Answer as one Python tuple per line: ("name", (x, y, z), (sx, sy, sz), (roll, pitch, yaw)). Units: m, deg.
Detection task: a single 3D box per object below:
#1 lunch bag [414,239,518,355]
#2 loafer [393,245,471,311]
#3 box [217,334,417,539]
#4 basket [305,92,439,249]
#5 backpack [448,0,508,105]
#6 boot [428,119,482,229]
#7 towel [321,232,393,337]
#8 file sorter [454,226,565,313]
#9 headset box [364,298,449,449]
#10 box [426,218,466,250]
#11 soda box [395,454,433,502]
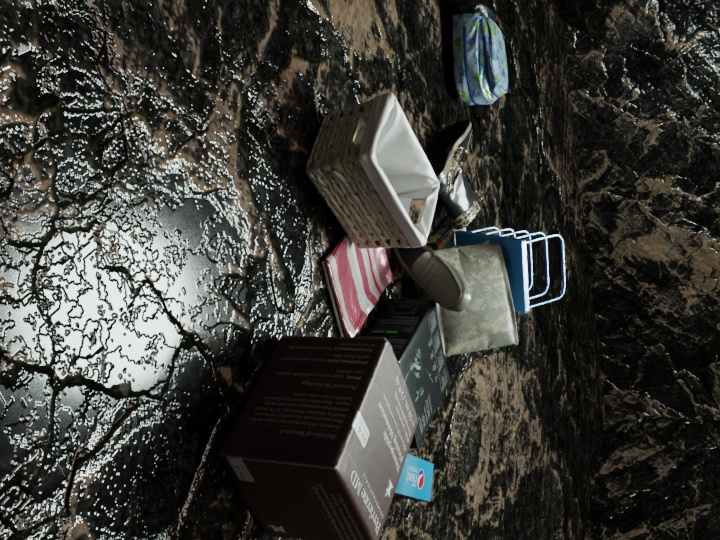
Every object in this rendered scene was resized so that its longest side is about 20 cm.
("lunch bag", (0.196, 0.050, 1.490), (0.117, 0.161, 0.204), (179, -96, -74))
("loafer", (0.118, 0.003, 1.363), (0.069, 0.200, 0.070), (24, 104, -41))
("box", (-0.044, 0.211, 0.994), (0.201, 0.162, 0.168), (-65, 144, -43))
("basket", (0.021, -0.140, 1.177), (0.201, 0.122, 0.137), (55, 40, -42))
("backpack", (0.256, -0.465, 1.720), (0.163, 0.151, 0.204), (6, 97, -71))
("boot", (0.201, -0.198, 1.617), (0.151, 0.072, 0.201), (57, 43, -32))
("towel", (0.000, 0.000, 1.263), (0.200, 0.022, 0.146), (-53, 134, -53))
("file sorter", (0.301, -0.012, 1.582), (0.121, 0.199, 0.141), (-13, 104, -30))
("headset box", (0.069, 0.174, 1.320), (0.200, 0.091, 0.177), (-54, 137, -52))
("box", (0.180, -0.034, 1.635), (0.200, 0.034, 0.112), (-40, 124, -59))
("soda box", (0.062, 0.346, 1.332), (0.200, 0.063, 0.069), (39, 55, -58))
